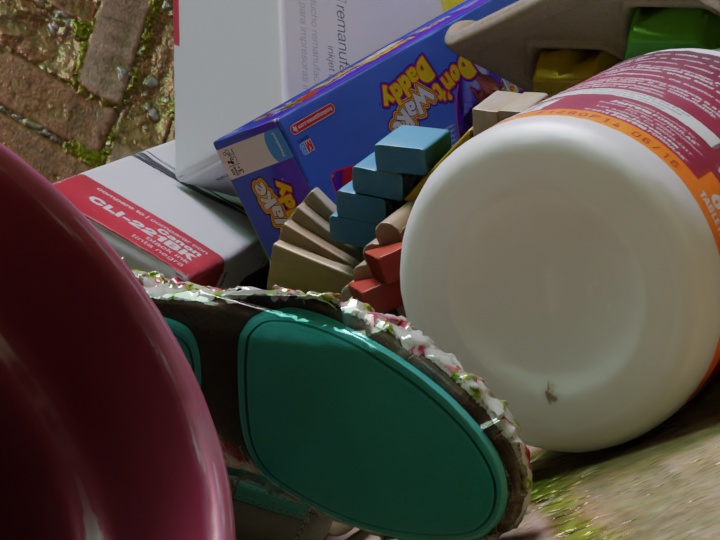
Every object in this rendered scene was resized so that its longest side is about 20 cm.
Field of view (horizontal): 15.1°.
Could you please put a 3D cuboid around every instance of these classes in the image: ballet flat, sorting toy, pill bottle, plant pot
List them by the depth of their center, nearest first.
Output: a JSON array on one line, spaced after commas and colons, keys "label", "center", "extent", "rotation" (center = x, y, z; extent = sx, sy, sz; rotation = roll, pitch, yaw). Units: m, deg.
[{"label": "plant pot", "center": [-0.162, 0.075, 0.709], "extent": [0.179, 0.200, 0.200], "rotation": [-39, -7, 34]}, {"label": "ballet flat", "center": [-0.029, 0.030, 0.831], "extent": [0.199, 0.076, 0.064], "rotation": [16, 22, 25]}, {"label": "pill bottle", "center": [0.101, -0.016, 0.932], "extent": [0.109, 0.110, 0.200], "rotation": [-20, 4, 30]}, {"label": "ballet flat", "center": [-0.021, 0.066, 0.953], "extent": [0.063, 0.068, 0.200], "rotation": [15, 8, 4]}, {"label": "sorting toy", "center": [0.150, -0.067, 1.113], "extent": [0.200, 0.185, 0.037], "rotation": [-10, 57, 65]}]

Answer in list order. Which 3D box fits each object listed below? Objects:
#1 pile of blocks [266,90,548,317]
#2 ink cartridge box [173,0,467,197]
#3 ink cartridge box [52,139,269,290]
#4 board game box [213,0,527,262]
[{"label": "pile of blocks", "center": [0.000, 0.000, 1.076], "extent": [0.200, 0.082, 0.062], "rotation": [-53, -9, 35]}, {"label": "ink cartridge box", "center": [0.014, -0.099, 1.286], "extent": [0.200, 0.146, 0.083], "rotation": [14, -27, -39]}, {"label": "ink cartridge box", "center": [-0.105, 0.027, 1.253], "extent": [0.145, 0.084, 0.200], "rotation": [-64, -10, 17]}, {"label": "board game box", "center": [0.042, -0.039, 1.200], "extent": [0.045, 0.135, 0.200], "rotation": [-17, 11, 48]}]
